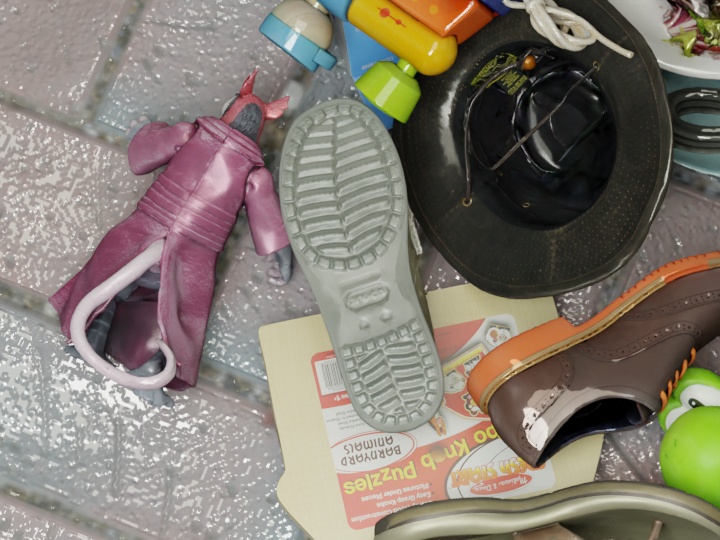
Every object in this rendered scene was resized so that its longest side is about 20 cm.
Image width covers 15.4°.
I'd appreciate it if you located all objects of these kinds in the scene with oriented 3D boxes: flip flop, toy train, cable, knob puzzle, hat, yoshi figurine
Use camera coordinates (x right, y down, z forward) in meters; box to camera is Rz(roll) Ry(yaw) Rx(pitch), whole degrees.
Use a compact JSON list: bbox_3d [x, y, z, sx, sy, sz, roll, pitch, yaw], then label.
[{"bbox_3d":[0.108,0.156,1.498,0.200,0.081,0.058,-4,70,0],"label":"flip flop"},{"bbox_3d":[0.044,-0.133,1.536,0.200,0.085,0.116,37,96,17],"label":"toy train"},{"bbox_3d":[0.279,-0.080,1.585,0.200,0.050,0.097,-12,52,1],"label":"cable"},{"bbox_3d":[0.047,0.113,1.564,0.219,0.030,0.220,1,74,-4],"label":"knob puzzle"},{"bbox_3d":[0.117,-0.074,1.584,0.200,0.081,0.201,-7,78,34],"label":"hat"},{"bbox_3d":[0.249,0.134,1.532,0.200,0.112,0.112,34,84,13],"label":"yoshi figurine"}]

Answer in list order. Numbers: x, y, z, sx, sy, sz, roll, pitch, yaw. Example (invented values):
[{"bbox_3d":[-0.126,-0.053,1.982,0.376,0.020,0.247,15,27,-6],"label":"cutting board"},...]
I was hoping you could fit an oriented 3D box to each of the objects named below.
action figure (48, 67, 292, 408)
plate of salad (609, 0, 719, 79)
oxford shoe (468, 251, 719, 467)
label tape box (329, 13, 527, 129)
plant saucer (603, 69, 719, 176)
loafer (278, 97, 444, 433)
[{"bbox_3d":[-0.109,-0.031,1.543,0.134,0.149,0.200,28,88,11],"label":"action figure"},{"bbox_3d":[0.214,-0.214,1.612,0.200,0.048,0.200,2,76,-8],"label":"plate of salad"},{"bbox_3d":[0.165,0.052,1.528,0.200,0.071,0.073,-26,61,-10],"label":"oxford shoe"},{"bbox_3d":[0.043,-0.203,1.636,0.143,0.066,0.200,-18,74,-7],"label":"label tape box"},{"bbox_3d":[0.230,-0.147,1.644,0.201,0.039,0.201,1,75,-3],"label":"plant saucer"},{"bbox_3d":[0.000,0.000,1.542,0.075,0.070,0.200,-11,79,1],"label":"loafer"}]
